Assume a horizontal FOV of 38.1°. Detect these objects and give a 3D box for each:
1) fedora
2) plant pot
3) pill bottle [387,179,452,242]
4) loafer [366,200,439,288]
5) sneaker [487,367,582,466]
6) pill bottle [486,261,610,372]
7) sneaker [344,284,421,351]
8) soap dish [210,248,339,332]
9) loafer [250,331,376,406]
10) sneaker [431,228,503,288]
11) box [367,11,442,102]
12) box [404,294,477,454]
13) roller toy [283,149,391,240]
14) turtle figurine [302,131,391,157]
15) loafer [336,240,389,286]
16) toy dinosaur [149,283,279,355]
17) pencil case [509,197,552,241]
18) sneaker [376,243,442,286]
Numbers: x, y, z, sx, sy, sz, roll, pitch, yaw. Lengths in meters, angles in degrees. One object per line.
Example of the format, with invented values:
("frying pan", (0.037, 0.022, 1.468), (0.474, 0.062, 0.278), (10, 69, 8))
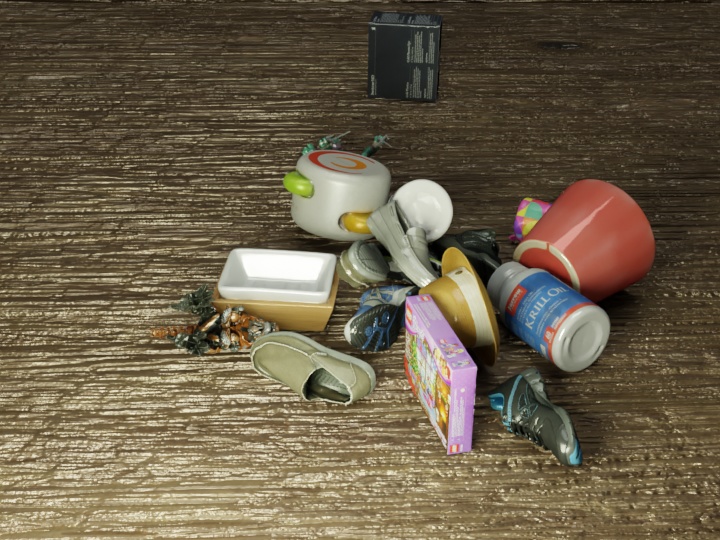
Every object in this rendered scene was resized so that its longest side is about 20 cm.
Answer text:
("fedora", (0.139, 0.064, 1.575), (0.081, 0.202, 0.201), (-19, 32, -10))
("plant pot", (0.362, -0.027, 1.749), (0.177, 0.202, 0.199), (-33, 42, -32))
("pill bottle", (0.102, -0.103, 1.888), (0.109, 0.113, 0.200), (0, 1, -2))
("loafer", (0.081, -0.041, 1.720), (0.201, 0.070, 0.070), (53, 11, 34))
("sneaker", (0.241, 0.213, 1.432), (0.081, 0.074, 0.200), (-21, 26, -5))
("pill bottle", (0.288, 0.065, 1.641), (0.111, 0.113, 0.200), (-15, 32, -27))
("sneaker", (0.026, 0.074, 1.669), (0.076, 0.077, 0.199), (10, 20, 30))
("soap dish", (-0.135, 0.033, 1.718), (0.197, 0.082, 0.158), (2, 28, 3))
("loafer", (-0.078, 0.145, 1.521), (0.198, 0.076, 0.070), (12, 26, 19))
("sneaker", (0.224, -0.020, 1.832), (0.113, 0.077, 0.199), (-23, 31, -26))
("box", (0.113, -0.545, 2.658), (0.180, 0.202, 0.104), (5, 30, 6))
("box", (0.109, 0.142, 1.468), (0.039, 0.138, 0.200), (-7, 29, -14))
("roller toy", (-0.036, -0.137, 1.970), (0.198, 0.141, 0.182), (15, 22, 13))
("turtle figurine", (-0.031, -0.244, 2.212), (0.148, 0.102, 0.199), (-1, 9, -35))
("loafer", (0.000, 0.000, 1.669), (0.069, 0.076, 0.200), (-35, -6, 8))
("toy dinosaur", (-0.229, 0.098, 1.596), (0.198, 0.136, 0.103), (-24, 68, 11))
("pencil case", (0.380, -0.072, 1.931), (0.198, 0.089, 0.088), (15, 31, 28))
("sneaker", (0.117, -0.007, 1.813), (0.080, 0.075, 0.199), (-21, 37, -40))
